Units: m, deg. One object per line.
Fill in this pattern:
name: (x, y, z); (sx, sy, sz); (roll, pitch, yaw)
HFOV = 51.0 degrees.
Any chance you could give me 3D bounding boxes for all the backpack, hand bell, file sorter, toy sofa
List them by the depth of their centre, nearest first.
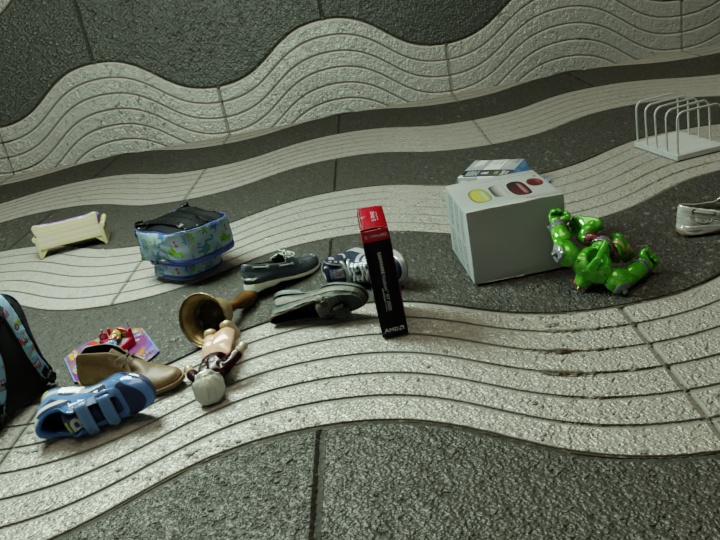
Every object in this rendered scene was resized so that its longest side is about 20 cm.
backpack: (-0.636, 0.146, 1.271); (0.134, 0.201, 0.183); (-3, 24, 18)
hand bell: (-0.253, 0.070, 1.458); (0.103, 0.105, 0.200); (-2, 12, 21)
backpack: (-0.392, -0.064, 1.738); (0.199, 0.148, 0.183); (5, 25, 42)
file sorter: (0.822, -0.376, 1.953); (0.138, 0.125, 0.200); (-14, 23, -7)
toy sofa: (-0.813, -0.110, 2.119); (0.199, 0.098, 0.083); (-15, 23, -8)

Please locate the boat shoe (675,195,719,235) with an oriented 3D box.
boat shoe: (0.707, -0.116, 1.445); (0.198, 0.070, 0.071); (-9, 20, 2)

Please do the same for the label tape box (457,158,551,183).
label tape box: (0.363, -0.232, 1.900); (0.199, 0.067, 0.143); (0, 24, 29)

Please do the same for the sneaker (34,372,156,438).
sneaker: (-0.413, 0.217, 1.172); (0.199, 0.074, 0.082); (-16, 23, 8)

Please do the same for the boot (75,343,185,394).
boot: (-0.393, 0.167, 1.272); (0.198, 0.076, 0.074); (-1, 21, 14)

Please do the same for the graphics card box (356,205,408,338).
graphics card box: (0.038, 0.000, 1.306); (0.050, 0.201, 0.126); (-11, 21, 1)

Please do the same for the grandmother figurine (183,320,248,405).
grandmother figurine: (-0.240, 0.155, 1.263); (0.121, 0.061, 0.200); (-35, 21, 14)

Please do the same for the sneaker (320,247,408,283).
sneaker: (0.000, 0.000, 1.495); (0.108, 0.071, 0.199); (-19, 16, -32)

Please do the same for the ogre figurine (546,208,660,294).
ogre figurine: (0.411, -0.030, 1.317); (0.120, 0.200, 0.098); (-51, 5, -40)

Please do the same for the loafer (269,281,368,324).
loafer: (-0.079, 0.070, 1.391); (0.199, 0.072, 0.063); (-7, 41, 27)

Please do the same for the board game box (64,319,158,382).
board game box: (-0.475, 0.141, 1.418); (0.157, 0.039, 0.200); (-21, 23, -23)

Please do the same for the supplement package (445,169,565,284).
supplement package: (0.283, -0.091, 1.483); (0.190, 0.148, 0.200); (-11, 21, -1)

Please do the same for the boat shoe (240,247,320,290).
boat shoe: (-0.169, -0.011, 1.604); (0.199, 0.062, 0.075); (-19, 15, -36)
